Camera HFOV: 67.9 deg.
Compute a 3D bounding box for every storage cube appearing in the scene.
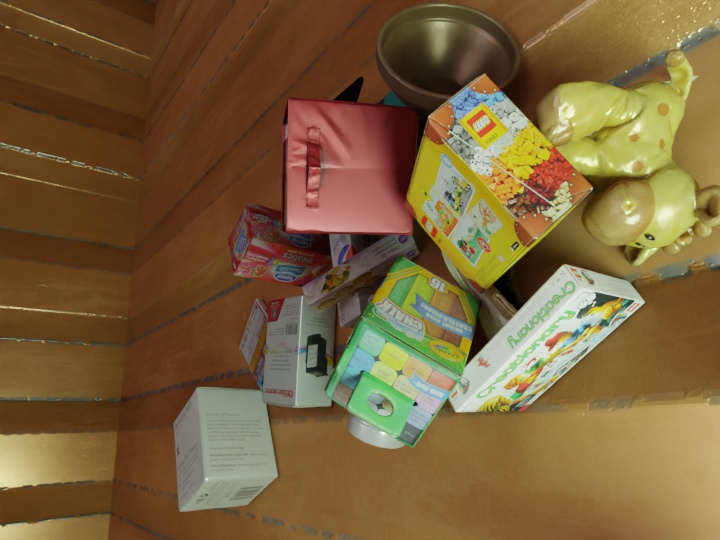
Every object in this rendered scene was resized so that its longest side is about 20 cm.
[{"bbox_3d":[-0.025,-0.139,0.777,0.200,0.175,0.175,-157,68,-77],"label":"storage cube"}]

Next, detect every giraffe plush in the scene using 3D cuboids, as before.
[{"bbox_3d":[0.265,-0.091,0.535,0.196,0.172,0.166,-18,75,14],"label":"giraffe plush"}]

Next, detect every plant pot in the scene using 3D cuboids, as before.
[{"bbox_3d":[0.118,-0.279,0.762,0.093,0.196,0.204,94,164,-58],"label":"plant pot"}]

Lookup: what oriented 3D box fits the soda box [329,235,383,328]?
[{"bbox_3d":[-0.005,-0.004,0.934,0.063,0.067,0.204,-33,55,45],"label":"soda box"}]

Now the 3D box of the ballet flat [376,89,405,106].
[{"bbox_3d":[0.056,-0.261,0.905,0.199,0.064,0.072,5,93,62],"label":"ballet flat"}]

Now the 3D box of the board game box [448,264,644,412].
[{"bbox_3d":[0.196,0.083,0.582,0.201,0.124,0.035,-56,43,31],"label":"board game box"}]

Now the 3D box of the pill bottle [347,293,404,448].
[{"bbox_3d":[0.046,0.145,0.788,0.115,0.114,0.205,18,97,54],"label":"pill bottle"}]

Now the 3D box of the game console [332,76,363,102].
[{"bbox_3d":[-0.023,-0.220,0.977,0.116,0.177,0.199,-39,14,-16],"label":"game console"}]

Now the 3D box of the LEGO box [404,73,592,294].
[{"bbox_3d":[0.129,-0.077,0.571,0.150,0.077,0.200,51,168,11],"label":"LEGO box"}]

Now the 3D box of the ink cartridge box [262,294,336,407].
[{"bbox_3d":[-0.121,0.159,1.045,0.144,0.082,0.205,-11,73,52],"label":"ink cartridge box"}]

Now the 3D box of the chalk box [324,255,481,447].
[{"bbox_3d":[0.046,0.098,0.611,0.125,0.123,0.201,-63,-4,32],"label":"chalk box"}]

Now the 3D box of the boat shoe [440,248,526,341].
[{"bbox_3d":[0.169,0.012,0.690,0.066,0.073,0.202,-46,58,33],"label":"boat shoe"}]

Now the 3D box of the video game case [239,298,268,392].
[{"bbox_3d":[-0.226,0.177,1.244,0.200,0.017,0.145,44,117,50],"label":"video game case"}]

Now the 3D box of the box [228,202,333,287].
[{"bbox_3d":[-0.140,-0.041,1.018,0.100,0.197,0.097,-50,43,34],"label":"box"}]

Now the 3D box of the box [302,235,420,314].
[{"bbox_3d":[0.000,0.000,0.858,0.197,0.042,0.039,-30,58,5],"label":"box"}]

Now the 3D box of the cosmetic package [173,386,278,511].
[{"bbox_3d":[-0.301,0.389,1.172,0.168,0.164,0.203,-50,44,35],"label":"cosmetic package"}]
